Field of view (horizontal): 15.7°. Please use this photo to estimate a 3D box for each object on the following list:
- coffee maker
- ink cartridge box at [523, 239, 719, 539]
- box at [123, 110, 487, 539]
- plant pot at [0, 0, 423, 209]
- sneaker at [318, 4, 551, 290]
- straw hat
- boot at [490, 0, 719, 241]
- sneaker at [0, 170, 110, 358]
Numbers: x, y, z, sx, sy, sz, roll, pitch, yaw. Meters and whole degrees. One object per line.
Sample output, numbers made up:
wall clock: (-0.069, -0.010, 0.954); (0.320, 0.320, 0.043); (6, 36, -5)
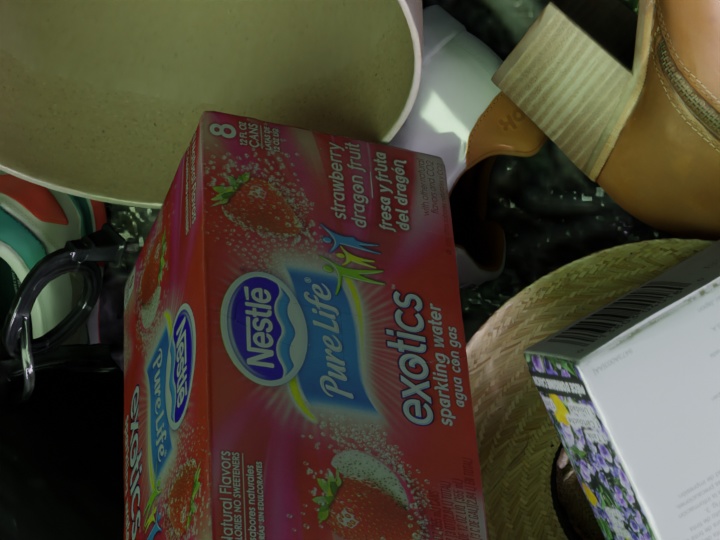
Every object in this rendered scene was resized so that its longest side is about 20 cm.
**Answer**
coffee maker: (-0.072, 0.124, 0.957); (0.200, 0.135, 0.192); (34, 138, 31)
ink cartridge box: (0.146, 0.092, 0.882); (0.200, 0.109, 0.050); (65, 162, -11)
box: (-0.023, 0.055, 0.873); (0.095, 0.200, 0.100); (11, 136, -17)
plant pot: (-0.072, -0.133, 0.915); (0.200, 0.135, 0.200); (5, 148, 3)
sneaker: (0.000, 0.000, 0.994); (0.085, 0.073, 0.200); (40, 120, 6)
straw hat: (0.116, 0.077, 0.963); (0.200, 0.085, 0.202); (0, 100, -1)
boot: (0.155, -0.084, 0.893); (0.155, 0.074, 0.200); (37, 133, 0)
sneaker: (-0.140, 0.052, 1.066); (0.070, 0.093, 0.200); (4, 113, 22)
